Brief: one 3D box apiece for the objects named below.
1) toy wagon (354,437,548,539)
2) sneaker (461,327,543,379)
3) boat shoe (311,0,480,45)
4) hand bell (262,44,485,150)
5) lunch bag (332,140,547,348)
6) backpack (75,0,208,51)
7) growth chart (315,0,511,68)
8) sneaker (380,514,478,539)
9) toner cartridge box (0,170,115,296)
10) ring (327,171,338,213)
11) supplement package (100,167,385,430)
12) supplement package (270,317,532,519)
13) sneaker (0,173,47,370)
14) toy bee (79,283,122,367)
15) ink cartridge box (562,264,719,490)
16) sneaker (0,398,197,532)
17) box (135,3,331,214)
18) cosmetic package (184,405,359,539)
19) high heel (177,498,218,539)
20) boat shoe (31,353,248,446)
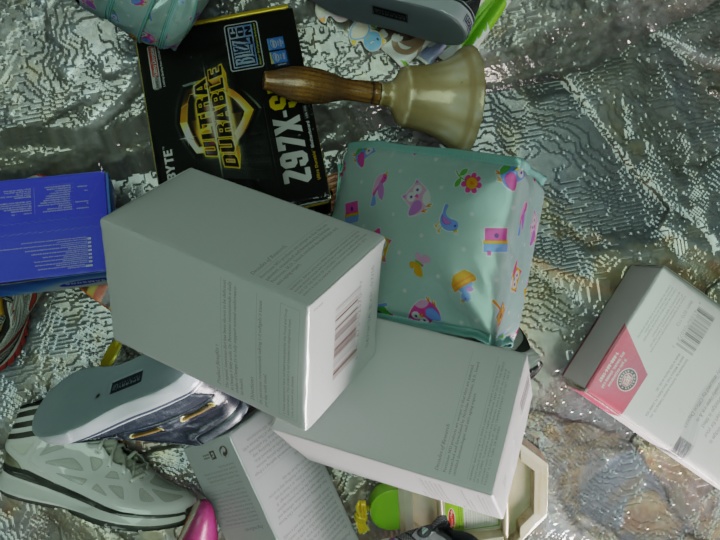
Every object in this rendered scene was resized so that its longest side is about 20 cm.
[{"bbox_3d":[0.089,0.224,0.848,0.195,0.040,0.159,-6,112,-3],"label":"toy wagon"},{"bbox_3d":[0.081,0.110,0.855,0.197,0.074,0.081,-25,70,0],"label":"sneaker"},{"bbox_3d":[0.021,-0.281,0.807,0.195,0.074,0.069,19,74,13],"label":"boat shoe"},{"bbox_3d":[0.007,-0.164,0.787,0.195,0.104,0.107,2,92,-16],"label":"hand bell"},{"bbox_3d":[0.058,-0.028,0.795,0.196,0.121,0.175,11,91,26],"label":"lunch bag"},{"bbox_3d":[-0.171,-0.303,0.751,0.125,0.167,0.203,26,75,-9],"label":"backpack"},{"bbox_3d":[0.046,-0.280,0.857,0.198,0.018,0.147,32,90,-4],"label":"growth chart"},{"bbox_3d":[0.105,0.322,0.826,0.138,0.078,0.202,-30,113,11],"label":"sneaker"},{"bbox_3d":[-0.319,-0.028,0.757,0.195,0.043,0.097,-6,76,-9],"label":"toner cartridge box"},{"bbox_3d":[0.000,0.000,0.863,0.195,0.019,0.206,0,92,-5],"label":"ring"},{"bbox_3d":[-0.093,0.015,0.680,0.197,0.117,0.119,21,127,23],"label":"supplement package"},{"bbox_3d":[0.042,0.123,0.750,0.196,0.122,0.122,12,70,18],"label":"supplement package"},{"bbox_3d":[-0.331,0.007,0.805,0.076,0.082,0.204,20,89,-3],"label":"sneaker"},{"bbox_3d":[-0.187,0.039,0.805,0.195,0.109,0.134,13,89,-5],"label":"toy bee"},{"bbox_3d":[0.329,0.110,0.859,0.198,0.083,0.148,34,89,-4],"label":"ink cartridge box"},{"bbox_3d":[-0.246,0.175,0.821,0.196,0.076,0.118,14,93,-2],"label":"sneaker"},{"bbox_3d":[-0.121,-0.139,0.809,0.156,0.049,0.205,-10,78,-6],"label":"box"},{"bbox_3d":[-0.076,0.232,0.816,0.070,0.101,0.204,-22,94,36],"label":"cosmetic package"},{"bbox_3d":[-0.134,0.300,0.807,0.094,0.068,0.204,17,118,3],"label":"high heel"},{"bbox_3d":[-0.200,0.130,0.767,0.197,0.072,0.091,-19,133,23],"label":"boat shoe"}]
